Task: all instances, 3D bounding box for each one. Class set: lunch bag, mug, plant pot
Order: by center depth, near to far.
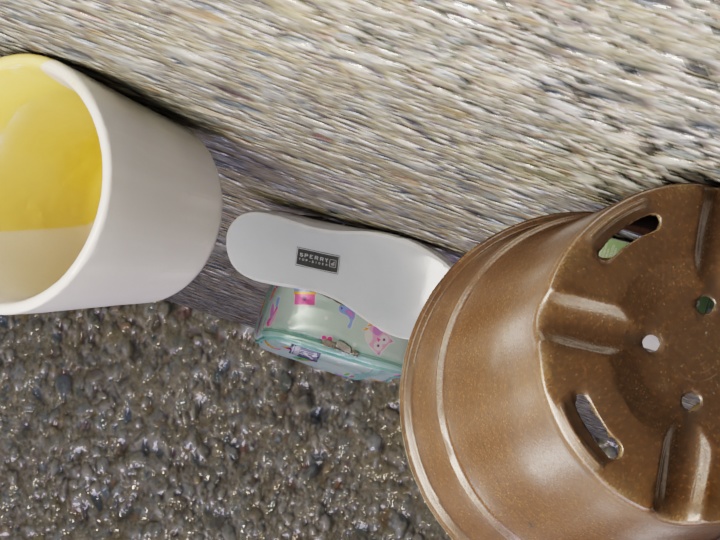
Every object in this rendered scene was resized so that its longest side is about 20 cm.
[{"bbox_3d":[0.131,0.052,1.123,0.199,0.202,0.198,19,168,-5],"label":"plant pot"},{"bbox_3d":[-0.165,-0.060,1.431,0.149,0.188,0.153,-23,162,30],"label":"mug"},{"bbox_3d":[-0.022,0.063,2.376,0.159,0.078,0.200,19,175,-6],"label":"lunch bag"}]

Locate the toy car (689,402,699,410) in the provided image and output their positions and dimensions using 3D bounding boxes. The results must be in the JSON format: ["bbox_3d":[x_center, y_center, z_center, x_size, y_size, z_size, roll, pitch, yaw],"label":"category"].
[{"bbox_3d":[0.316,0.174,2.053,0.199,0.159,0.164,30,-175,0],"label":"toy car"}]

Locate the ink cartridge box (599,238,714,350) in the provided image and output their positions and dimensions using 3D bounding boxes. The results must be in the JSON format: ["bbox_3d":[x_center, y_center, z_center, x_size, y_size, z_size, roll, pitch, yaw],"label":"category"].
[{"bbox_3d":[0.215,0.034,1.358,0.199,0.048,0.145,16,175,23],"label":"ink cartridge box"}]

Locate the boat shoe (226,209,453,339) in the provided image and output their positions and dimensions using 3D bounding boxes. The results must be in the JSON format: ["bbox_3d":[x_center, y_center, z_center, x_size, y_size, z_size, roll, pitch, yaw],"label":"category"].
[{"bbox_3d":[0.000,0.000,1.712,0.198,0.071,0.066,13,-169,24],"label":"boat shoe"}]
